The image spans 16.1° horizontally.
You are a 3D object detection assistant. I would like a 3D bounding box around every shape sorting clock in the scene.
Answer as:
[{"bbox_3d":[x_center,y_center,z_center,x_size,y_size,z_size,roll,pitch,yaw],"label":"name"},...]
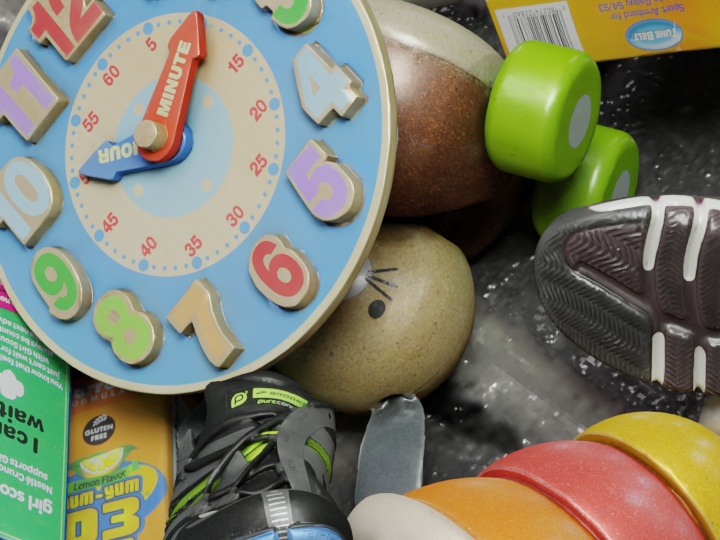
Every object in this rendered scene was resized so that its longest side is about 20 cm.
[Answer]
[{"bbox_3d":[-0.075,-0.050,1.019,0.200,0.039,0.200,-6,79,33],"label":"shape sorting clock"}]

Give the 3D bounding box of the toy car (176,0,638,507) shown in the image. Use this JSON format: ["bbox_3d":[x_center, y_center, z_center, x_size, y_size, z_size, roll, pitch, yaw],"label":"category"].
[{"bbox_3d":[0.000,0.000,1.059,0.164,0.158,0.200,16,76,23],"label":"toy car"}]

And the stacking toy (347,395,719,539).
[{"bbox_3d":[0.105,0.104,0.960,0.200,0.146,0.146,-32,46,-24],"label":"stacking toy"}]

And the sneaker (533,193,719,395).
[{"bbox_3d":[0.168,-0.002,0.997,0.200,0.076,0.116,8,21,3],"label":"sneaker"}]

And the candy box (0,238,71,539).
[{"bbox_3d":[-0.198,0.069,1.097,0.169,0.077,0.200,-38,42,36],"label":"candy box"}]

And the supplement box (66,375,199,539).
[{"bbox_3d":[-0.096,0.136,1.049,0.066,0.069,0.200,-16,48,13],"label":"supplement box"}]

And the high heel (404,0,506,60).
[{"bbox_3d":[0.039,-0.175,1.160,0.200,0.071,0.143,38,68,2],"label":"high heel"}]

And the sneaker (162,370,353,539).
[{"bbox_3d":[-0.042,0.080,0.941,0.071,0.200,0.083,0,93,-6],"label":"sneaker"}]

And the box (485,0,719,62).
[{"bbox_3d":[0.158,-0.146,1.088,0.119,0.042,0.200,-3,24,44],"label":"box"}]
